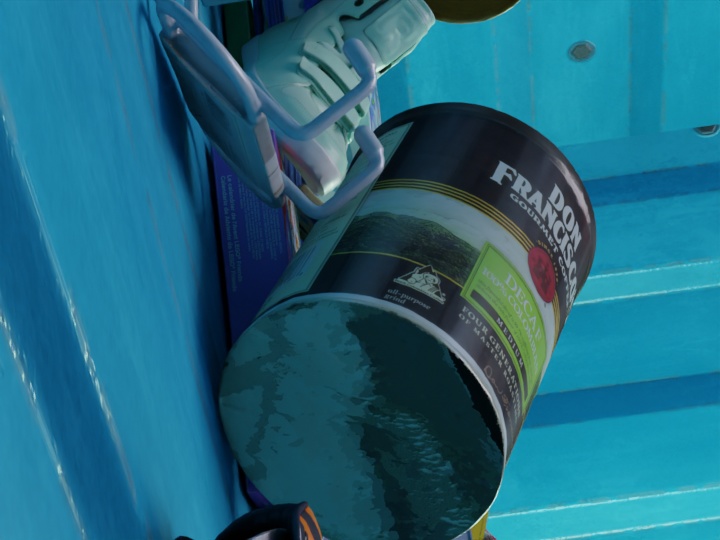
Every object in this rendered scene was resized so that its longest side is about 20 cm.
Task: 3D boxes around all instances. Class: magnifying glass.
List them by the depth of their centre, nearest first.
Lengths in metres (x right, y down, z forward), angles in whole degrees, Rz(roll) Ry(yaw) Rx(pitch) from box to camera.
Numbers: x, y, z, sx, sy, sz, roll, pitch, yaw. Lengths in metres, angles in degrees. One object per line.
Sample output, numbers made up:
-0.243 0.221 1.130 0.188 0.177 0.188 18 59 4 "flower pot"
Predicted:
-0.077 -0.131 1.307 0.201 0.022 0.080 -94 176 -61 "magnifying glass"

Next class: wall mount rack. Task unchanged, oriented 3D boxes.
-0.061 -0.115 0.942 0.174 0.074 0.200 47 -9 14 "wall mount rack"

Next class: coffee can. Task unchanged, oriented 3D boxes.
0.029 0.025 1.005 0.200 0.145 0.148 -59 147 -52 "coffee can"

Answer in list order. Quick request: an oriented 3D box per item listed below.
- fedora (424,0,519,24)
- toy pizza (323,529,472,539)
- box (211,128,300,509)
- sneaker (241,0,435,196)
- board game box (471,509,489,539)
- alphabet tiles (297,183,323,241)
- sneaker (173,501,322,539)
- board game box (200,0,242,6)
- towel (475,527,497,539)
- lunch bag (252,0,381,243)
0.031 -0.247 1.249 0.082 0.199 0.202 -31 122 -43 "fedora"
0.005 0.199 1.115 0.200 0.031 0.202 -13 105 -56 "toy pizza"
-0.050 0.038 1.112 0.137 0.039 0.202 80 3 -73 "box"
-0.009 -0.125 1.177 0.074 0.118 0.201 52 10 -26 "sneaker"
0.026 0.159 1.199 0.134 0.034 0.202 26 71 -51 "board game box"
0.000 0.000 1.250 0.200 0.006 0.166 45 -7 -3 "alphabet tiles"
-0.034 0.152 0.661 0.200 0.077 0.113 -119 -165 -64 "sneaker"
-0.085 -0.254 1.073 0.200 0.046 0.153 79 4 -76 "board game box"
0.056 0.236 1.257 0.030 0.147 0.200 25 12 -45 "towel"
-0.027 -0.130 1.365 0.161 0.082 0.202 85 -2 -65 "lunch bag"
